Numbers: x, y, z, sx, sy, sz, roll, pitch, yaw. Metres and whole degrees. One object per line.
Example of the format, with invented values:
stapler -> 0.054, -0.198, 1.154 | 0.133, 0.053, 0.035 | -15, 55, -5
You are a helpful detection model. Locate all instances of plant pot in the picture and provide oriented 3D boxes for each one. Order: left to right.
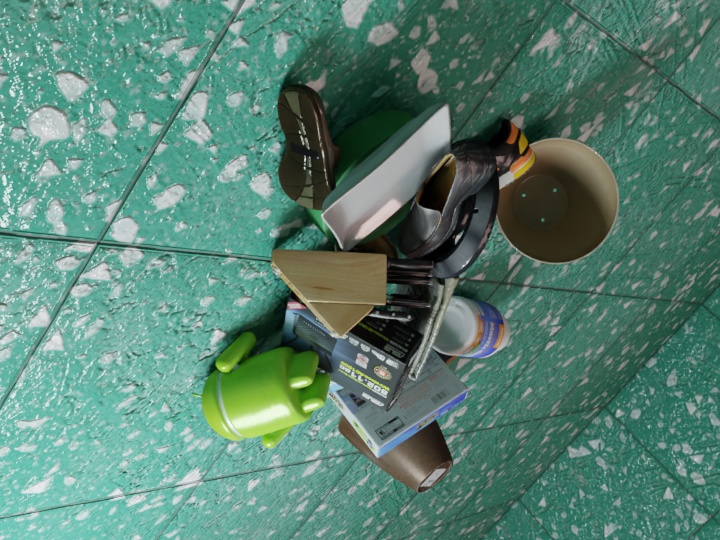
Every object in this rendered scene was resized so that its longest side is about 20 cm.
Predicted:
plant pot -> 0.088, 0.338, 1.793 | 0.187, 0.200, 0.187 | -31, 151, -20
plant pot -> 0.312, -0.114, 1.486 | 0.200, 0.200, 0.134 | -43, -178, 3

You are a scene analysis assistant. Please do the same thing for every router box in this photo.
router box -> -0.018, 0.107, 1.320 | 0.062, 0.200, 0.150 | -53, 167, -34

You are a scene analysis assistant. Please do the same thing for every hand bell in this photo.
hand bell -> -0.031, 0.029, 1.357 | 0.104, 0.104, 0.200 | -16, 155, -39

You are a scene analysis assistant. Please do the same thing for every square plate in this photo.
square plate -> 0.034, -0.116, 1.132 | 0.200, 0.028, 0.198 | -41, 166, -3

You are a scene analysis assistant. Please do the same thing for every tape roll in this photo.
tape roll -> 0.018, -0.123, 1.220 | 0.200, 0.048, 0.201 | -30, 150, -19

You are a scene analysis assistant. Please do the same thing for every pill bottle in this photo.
pill bottle -> 0.215, 0.112, 1.730 | 0.112, 0.112, 0.200 | -51, 150, 17

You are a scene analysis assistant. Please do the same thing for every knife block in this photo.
knife block -> 0.000, 0.000, 1.220 | 0.176, 0.200, 0.064 | -43, -177, -10

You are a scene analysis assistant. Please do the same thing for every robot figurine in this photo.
robot figurine -> -0.148, 0.184, 1.329 | 0.200, 0.116, 0.176 | -19, 117, 17

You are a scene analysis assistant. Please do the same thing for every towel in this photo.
towel -> 0.091, 0.038, 1.388 | 0.034, 0.193, 0.200 | 12, 119, -13

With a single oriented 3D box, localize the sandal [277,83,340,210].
sandal -> -0.059, -0.149, 1.080 | 0.055, 0.082, 0.200 | -51, 153, -33

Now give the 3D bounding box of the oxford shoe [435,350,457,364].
oxford shoe -> 0.131, 0.181, 1.768 | 0.200, 0.071, 0.071 | -13, 146, -44

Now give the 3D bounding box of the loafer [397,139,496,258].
loafer -> 0.097, -0.093, 1.194 | 0.072, 0.073, 0.200 | -8, 140, -44

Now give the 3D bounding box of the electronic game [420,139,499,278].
electronic game -> 0.133, -0.087, 1.269 | 0.042, 0.200, 0.200 | 11, 126, -27

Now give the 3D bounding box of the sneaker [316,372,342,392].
sneaker -> -0.061, 0.163, 1.438 | 0.199, 0.079, 0.090 | -6, 152, 7

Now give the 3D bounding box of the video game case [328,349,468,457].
video game case -> 0.056, 0.204, 1.585 | 0.200, 0.181, 0.045 | -29, 151, -22

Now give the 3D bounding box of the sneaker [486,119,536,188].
sneaker -> 0.171, -0.149, 1.366 | 0.200, 0.070, 0.090 | -39, 117, -7
